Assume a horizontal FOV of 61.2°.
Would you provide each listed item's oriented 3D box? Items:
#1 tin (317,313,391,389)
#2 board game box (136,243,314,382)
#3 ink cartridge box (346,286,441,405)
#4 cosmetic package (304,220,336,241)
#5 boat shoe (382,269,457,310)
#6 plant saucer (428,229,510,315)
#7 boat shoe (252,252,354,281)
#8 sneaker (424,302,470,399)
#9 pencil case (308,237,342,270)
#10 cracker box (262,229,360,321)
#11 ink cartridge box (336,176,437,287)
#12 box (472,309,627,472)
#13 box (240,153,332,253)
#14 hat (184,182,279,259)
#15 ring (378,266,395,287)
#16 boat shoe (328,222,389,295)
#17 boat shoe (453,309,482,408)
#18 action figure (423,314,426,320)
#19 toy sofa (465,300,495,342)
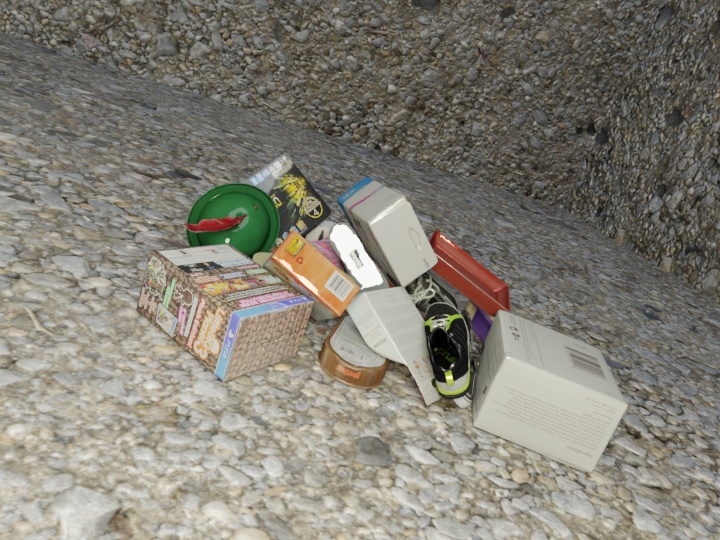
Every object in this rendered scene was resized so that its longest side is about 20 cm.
[{"bbox_3d":[0.000,0.127,0.999,0.110,0.042,0.200,27,19,4],"label":"tin"},{"bbox_3d":[-0.199,0.052,0.898,0.198,0.098,0.158,31,22,27],"label":"board game box"},{"bbox_3d":[0.074,0.125,1.005,0.202,0.047,0.159,60,25,13],"label":"ink cartridge box"},{"bbox_3d":[-0.145,-0.076,1.321,0.197,0.084,0.051,9,21,-29],"label":"cosmetic package"},{"bbox_3d":[0.124,0.042,1.247,0.199,0.073,0.069,39,26,-27],"label":"boat shoe"},{"bbox_3d":[0.209,0.008,1.214,0.199,0.037,0.200,37,18,2],"label":"plant saucer"},{"bbox_3d":[-0.107,0.020,1.119,0.197,0.064,0.074,11,35,-15],"label":"boat shoe"},{"bbox_3d":[0.139,0.108,0.967,0.070,0.084,0.202,-15,39,8],"label":"sneaker"},{"bbox_3d":[-0.073,-0.023,1.246,0.086,0.089,0.199,27,21,19],"label":"pencil case"},{"bbox_3d":[-0.088,0.015,0.974,0.134,0.058,0.200,41,-16,-8],"label":"cracker box"},{"bbox_3d":[0.046,-0.077,1.130,0.146,0.084,0.200,59,-7,-25],"label":"ink cartridge box"},{"bbox_3d":[0.295,0.188,0.995,0.197,0.133,0.199,21,19,3],"label":"box"},{"bbox_3d":[-0.174,-0.123,1.237,0.162,0.049,0.200,50,54,-2],"label":"box"},{"bbox_3d":[-0.206,-0.044,1.033,0.196,0.169,0.176,-9,26,-23],"label":"hat"},{"bbox_3d":[0.042,-0.025,1.351,0.201,0.019,0.201,49,15,-18],"label":"ring"},{"bbox_3d":[-0.002,0.001,1.193,0.201,0.073,0.068,56,0,2],"label":"boat shoe"},{"bbox_3d":[0.174,0.140,1.028,0.070,0.066,0.201,44,26,-21],"label":"boat shoe"},{"bbox_3d":[0.101,0.095,1.164,0.065,0.052,0.200,25,10,-38],"label":"action figure"},{"bbox_3d":[0.263,0.117,1.225,0.096,0.084,0.201,17,20,-20],"label":"toy sofa"}]
